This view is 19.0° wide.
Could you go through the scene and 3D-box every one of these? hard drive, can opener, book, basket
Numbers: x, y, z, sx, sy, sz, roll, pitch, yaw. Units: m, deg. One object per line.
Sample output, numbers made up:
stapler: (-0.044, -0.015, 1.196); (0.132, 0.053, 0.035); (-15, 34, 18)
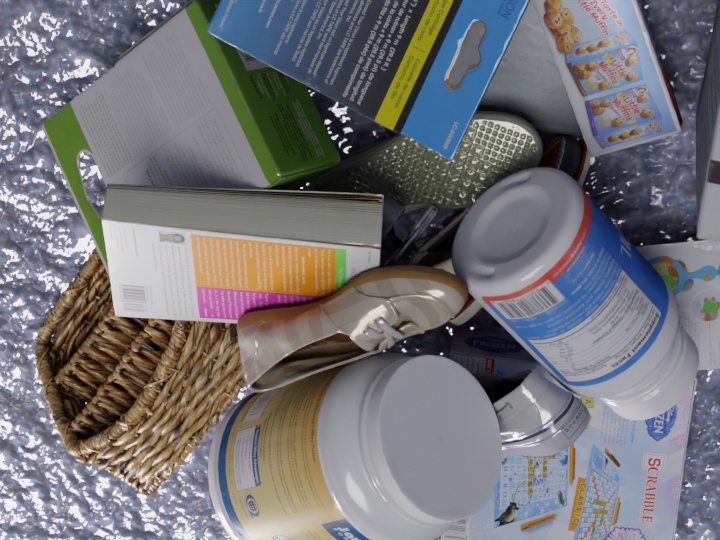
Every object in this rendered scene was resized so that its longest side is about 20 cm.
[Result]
hard drive: (0.102, -0.174, 1.590); (0.199, 0.033, 0.140); (6, 122, 6)
can opener: (0.000, 0.000, 1.663); (0.067, 0.053, 0.200); (38, 145, -2)
book: (-0.085, -0.004, 1.574); (0.199, 0.048, 0.134); (4, 146, 1)
basket: (-0.175, 0.064, 1.716); (0.149, 0.143, 0.200); (34, 120, -12)

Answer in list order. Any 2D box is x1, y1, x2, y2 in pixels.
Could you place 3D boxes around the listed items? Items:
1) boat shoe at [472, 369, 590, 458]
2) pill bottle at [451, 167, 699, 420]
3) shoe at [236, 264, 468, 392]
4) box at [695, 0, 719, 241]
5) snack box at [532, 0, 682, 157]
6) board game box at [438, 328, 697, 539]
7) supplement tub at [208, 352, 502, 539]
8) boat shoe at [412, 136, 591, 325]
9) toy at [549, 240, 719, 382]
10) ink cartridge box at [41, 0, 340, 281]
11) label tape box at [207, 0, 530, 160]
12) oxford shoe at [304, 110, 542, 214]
boat shoe: (0.102, 0.106, 1.655); (0.067, 0.074, 0.200); (49, 150, -12)
pill bottle: (0.165, 0.024, 1.581); (0.112, 0.113, 0.200); (-27, 130, 23)
shoe: (-0.007, 0.045, 1.556); (0.199, 0.054, 0.070); (-16, 145, 35)
box: (0.339, -0.109, 1.489); (0.198, 0.200, 0.131); (8, 121, 5)
snack box: (0.168, -0.179, 1.541); (0.072, 0.024, 0.201); (-15, 117, 17)
board game box: (0.168, 0.150, 1.768); (0.199, 0.041, 0.201); (7, 121, 6)
supplement tub: (-0.005, 0.143, 1.616); (0.200, 0.145, 0.145); (-20, 118, 47)
boat shoe: (0.103, -0.036, 1.652); (0.062, 0.071, 0.200); (31, 127, -15)
toy: (0.244, 0.022, 1.676); (0.199, 0.047, 0.116); (-3, 117, 8)
ink cartridge box: (-0.133, -0.098, 1.619); (0.200, 0.076, 0.148); (-31, 81, 39)
label tape box: (0.014, -0.187, 1.493); (0.200, 0.063, 0.145); (29, 107, 9)
oxford shoe: (0.048, -0.079, 1.635); (0.199, 0.058, 0.075); (-18, 101, 28)
